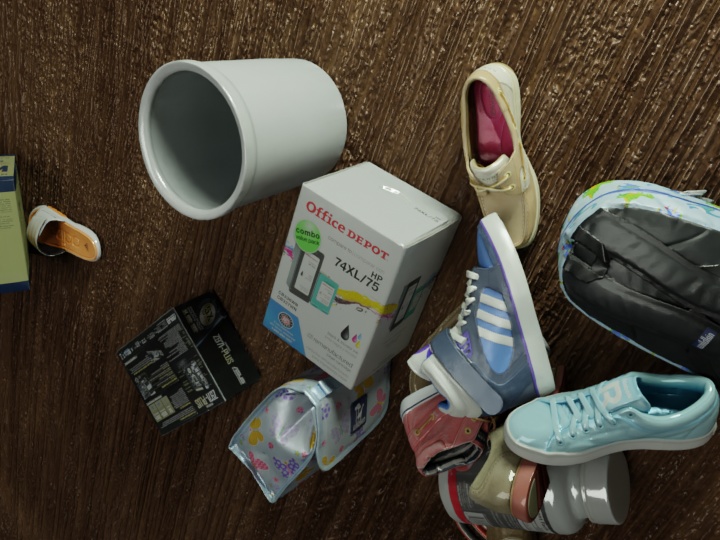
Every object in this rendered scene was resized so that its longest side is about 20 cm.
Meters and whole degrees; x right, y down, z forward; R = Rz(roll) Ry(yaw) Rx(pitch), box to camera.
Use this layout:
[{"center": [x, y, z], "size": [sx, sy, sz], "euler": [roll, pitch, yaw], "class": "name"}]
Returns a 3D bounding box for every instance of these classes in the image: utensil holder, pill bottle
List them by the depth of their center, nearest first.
[{"center": [0.199, 0.242, 0.789], "size": [0.198, 0.110, 0.112], "euler": [-9, 102, 36], "class": "pill bottle"}, {"center": [-0.134, -0.167, 0.818], "size": [0.168, 0.199, 0.172], "euler": [12, 114, 30], "class": "utensil holder"}]

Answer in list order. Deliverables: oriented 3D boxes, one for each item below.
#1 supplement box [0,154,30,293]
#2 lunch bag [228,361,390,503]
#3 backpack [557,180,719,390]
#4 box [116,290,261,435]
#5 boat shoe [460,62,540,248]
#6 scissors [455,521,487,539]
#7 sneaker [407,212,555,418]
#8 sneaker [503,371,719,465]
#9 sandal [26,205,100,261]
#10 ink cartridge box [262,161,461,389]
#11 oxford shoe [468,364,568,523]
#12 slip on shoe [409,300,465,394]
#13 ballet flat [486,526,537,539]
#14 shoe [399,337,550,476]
[{"center": [-0.675, -0.085, 1.217], "size": [0.200, 0.133, 0.202], "euler": [-140, 47, -57], "class": "supplement box"}, {"center": [-0.054, 0.192, 0.911], "size": [0.127, 0.169, 0.201], "euler": [47, 126, 13], "class": "lunch bag"}, {"center": [0.281, -0.001, 0.633], "size": [0.197, 0.155, 0.165], "euler": [14, 126, -1], "class": "backpack"}, {"center": [-0.282, 0.153, 1.109], "size": [0.199, 0.086, 0.165], "euler": [-32, 87, 38], "class": "box"}, {"center": [0.141, -0.114, 0.726], "size": [0.073, 0.069, 0.203], "euler": [-5, 105, 35], "class": "boat shoe"}, {"center": [0.117, 0.292, 0.926], "size": [0.200, 0.014, 0.073], "euler": [45, 128, 12], "class": "scissors"}, {"center": [0.110, 0.056, 0.718], "size": [0.145, 0.081, 0.203], "euler": [-17, 92, 11], "class": "sneaker"}, {"center": [0.232, 0.127, 0.641], "size": [0.197, 0.074, 0.083], "euler": [-10, 132, 6], "class": "sneaker"}, {"center": [-0.556, -0.063, 1.240], "size": [0.205, 0.059, 0.080], "euler": [17, 116, 30], "class": "sandal"}, {"center": [0.000, 0.000, 0.818], "size": [0.146, 0.146, 0.202], "euler": [32, 122, 21], "class": "ink cartridge box"}, {"center": [0.173, 0.169, 0.726], "size": [0.074, 0.200, 0.071], "euler": [3, 123, 32], "class": "oxford shoe"}, {"center": [0.111, 0.105, 0.832], "size": [0.076, 0.060, 0.201], "euler": [45, 126, 13], "class": "slip on shoe"}, {"center": [0.192, 0.392, 0.869], "size": [0.067, 0.072, 0.203], "euler": [2, 109, 8], "class": "ballet flat"}, {"center": [0.138, 0.157, 0.781], "size": [0.199, 0.071, 0.092], "euler": [-33, 45, 18], "class": "shoe"}]
